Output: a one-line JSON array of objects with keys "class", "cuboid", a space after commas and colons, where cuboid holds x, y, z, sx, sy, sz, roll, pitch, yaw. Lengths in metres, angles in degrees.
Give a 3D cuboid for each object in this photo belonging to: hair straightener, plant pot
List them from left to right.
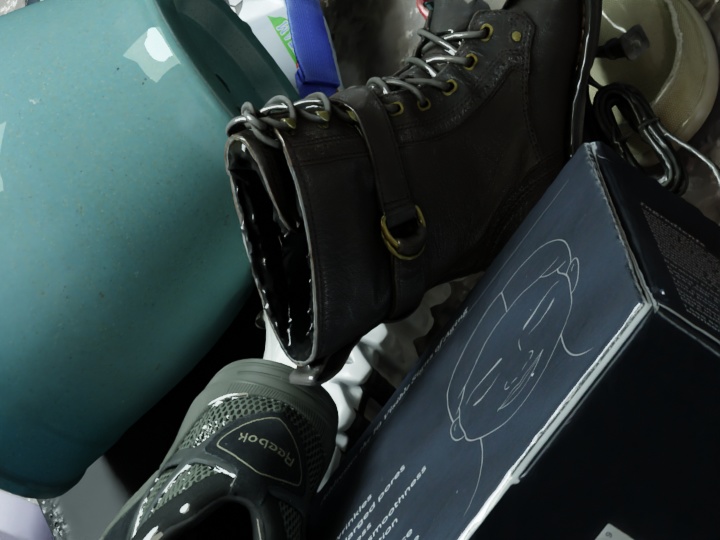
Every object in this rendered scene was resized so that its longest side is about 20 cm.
[{"class": "plant pot", "cuboid": [-0.121, -0.034, 1.041, 0.188, 0.200, 0.201, -37, 45, 13]}, {"class": "hair straightener", "cuboid": [0.096, -0.068, 1.000, 0.201, 0.041, 0.077, 60, 138, 23]}]

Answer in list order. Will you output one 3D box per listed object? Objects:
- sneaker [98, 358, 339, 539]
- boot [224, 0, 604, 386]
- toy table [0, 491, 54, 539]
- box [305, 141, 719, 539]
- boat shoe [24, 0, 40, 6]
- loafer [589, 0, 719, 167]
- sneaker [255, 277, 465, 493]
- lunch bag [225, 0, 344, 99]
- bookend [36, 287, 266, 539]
[{"class": "sneaker", "cuboid": [-0.075, 0.137, 0.939, 0.200, 0.076, 0.114, -58, 6, 38]}, {"class": "boot", "cuboid": [0.018, -0.068, 0.933, 0.069, 0.174, 0.201, -3, 99, 49]}, {"class": "toy table", "cuboid": [-0.214, 0.192, 1.195, 0.200, 0.183, 0.118, 118, 169, -63]}, {"class": "box", "cuboid": [0.080, 0.085, 0.859, 0.200, 0.124, 0.197, -53, 13, 15]}, {"class": "boat shoe", "cuboid": [-0.177, -0.092, 1.368, 0.062, 0.075, 0.201, -25, 62, 25]}, {"class": "loafer", "cuboid": [0.098, -0.128, 1.070, 0.076, 0.068, 0.201, -45, 44, 23]}, {"class": "sneaker", "cuboid": [0.000, 0.000, 1.019, 0.081, 0.075, 0.201, 10, 66, 31]}, {"class": "lunch bag", "cuboid": [-0.080, -0.079, 1.209, 0.200, 0.123, 0.171, -48, 43, 35]}, {"class": "bookend", "cuboid": [-0.042, 0.094, 1.100, 0.200, 0.092, 0.199, -48, 46, 15]}]
